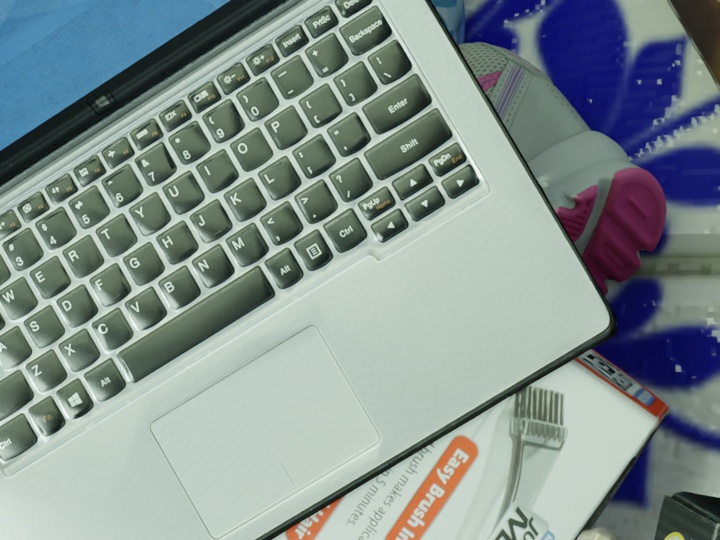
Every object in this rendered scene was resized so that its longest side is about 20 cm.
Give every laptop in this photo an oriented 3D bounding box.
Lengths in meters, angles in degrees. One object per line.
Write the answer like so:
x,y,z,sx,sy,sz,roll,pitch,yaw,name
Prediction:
-0.067,-0.021,0.603,0.187,0.116,0.201,-31,85,11,laptop

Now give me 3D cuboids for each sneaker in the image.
0.000,0.000,0.766,0.199,0.081,0.089,-33,60,11,sneaker

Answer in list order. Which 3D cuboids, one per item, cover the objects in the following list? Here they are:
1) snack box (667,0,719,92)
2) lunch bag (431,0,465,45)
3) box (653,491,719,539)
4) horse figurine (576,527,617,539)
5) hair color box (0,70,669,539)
0.120,-0.127,0.753,0.072,0.024,0.201,-35,61,18,snack box
-0.033,-0.158,0.774,0.082,0.161,0.201,-12,70,28,lunch bag
0.154,0.151,0.558,0.199,0.044,0.161,11,93,-9,box
0.155,0.074,0.601,0.050,0.199,0.133,-105,28,-64,horse figurine
-0.021,0.028,0.686,0.200,0.064,0.111,36,98,9,hair color box
